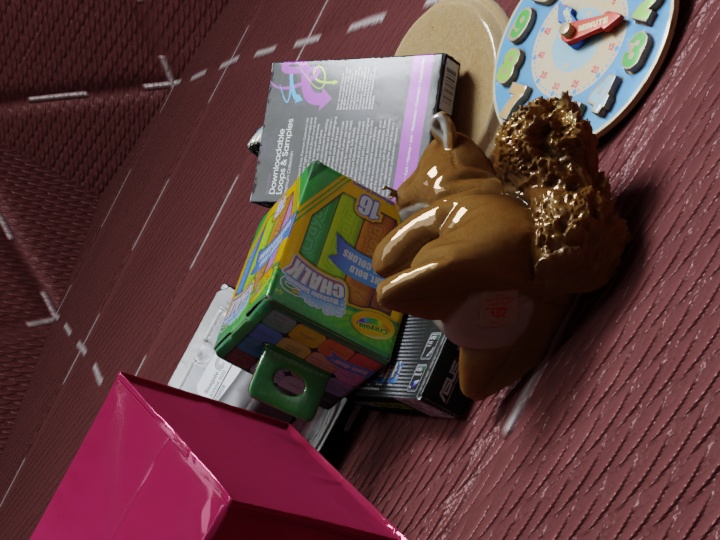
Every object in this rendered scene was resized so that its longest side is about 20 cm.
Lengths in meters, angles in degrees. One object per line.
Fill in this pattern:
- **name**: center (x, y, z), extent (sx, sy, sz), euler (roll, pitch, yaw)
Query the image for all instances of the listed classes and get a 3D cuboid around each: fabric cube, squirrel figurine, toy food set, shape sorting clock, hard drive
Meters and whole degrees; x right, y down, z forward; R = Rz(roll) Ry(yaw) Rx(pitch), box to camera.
- **fabric cube**: center (-0.121, 0.230, 1.094), extent (0.200, 0.196, 0.200), euler (38, 100, 48)
- **squirrel figurine**: center (0.105, -0.042, 1.045), extent (0.200, 0.141, 0.187), euler (-34, 37, 24)
- **toy food set**: center (0.089, -0.162, 1.322), extent (0.200, 0.049, 0.198), euler (-52, 46, 34)
- **shape sorting clock**: center (0.180, -0.191, 1.156), extent (0.200, 0.039, 0.201), euler (-31, 45, 38)
- **hard drive**: center (-0.092, 0.116, 1.353), extent (0.200, 0.038, 0.140), euler (31, 93, 35)

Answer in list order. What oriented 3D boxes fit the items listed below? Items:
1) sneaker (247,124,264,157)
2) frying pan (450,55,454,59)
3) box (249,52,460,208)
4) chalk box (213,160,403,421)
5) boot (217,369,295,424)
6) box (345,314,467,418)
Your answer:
- **sneaker**: center (-0.044, -0.164, 1.440), extent (0.200, 0.078, 0.090), euler (-6, 56, 55)
- **frying pan**: center (0.029, -0.112, 1.327), extent (0.115, 0.031, 0.191), euler (14, 84, 48)
- **box**: center (-0.008, -0.128, 1.307), extent (0.199, 0.036, 0.143), euler (4, 80, 34)
- **chalk box**: center (-0.039, 0.032, 1.221), extent (0.124, 0.125, 0.200), euler (-43, 25, 51)
- **boot**: center (-0.120, 0.152, 1.251), extent (0.200, 0.070, 0.132), euler (-58, -8, 10)
- **box**: center (0.066, 0.030, 1.203), extent (0.194, 0.047, 0.200), euler (-67, 18, -11)
